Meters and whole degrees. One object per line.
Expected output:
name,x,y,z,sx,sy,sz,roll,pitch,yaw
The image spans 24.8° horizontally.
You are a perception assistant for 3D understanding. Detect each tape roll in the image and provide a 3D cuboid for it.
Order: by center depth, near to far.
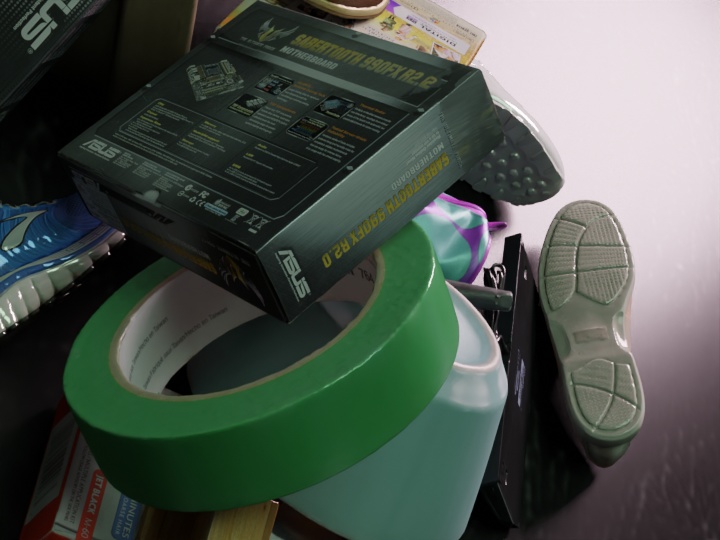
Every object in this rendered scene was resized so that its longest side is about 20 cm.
tape roll,-0.051,0.038,0.831,0.201,0.199,0.048,-51,131,-42

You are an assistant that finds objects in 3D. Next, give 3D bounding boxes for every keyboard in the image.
keyboard,0.095,0.062,1.097,0.127,0.020,0.201,67,25,-49

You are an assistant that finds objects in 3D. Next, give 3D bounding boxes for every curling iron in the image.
curling iron,0.000,0.000,1.047,0.198,0.050,0.026,15,35,2

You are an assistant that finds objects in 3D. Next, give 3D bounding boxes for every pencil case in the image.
pencil case,-0.006,-0.056,1.090,0.200,0.085,0.093,39,91,-11

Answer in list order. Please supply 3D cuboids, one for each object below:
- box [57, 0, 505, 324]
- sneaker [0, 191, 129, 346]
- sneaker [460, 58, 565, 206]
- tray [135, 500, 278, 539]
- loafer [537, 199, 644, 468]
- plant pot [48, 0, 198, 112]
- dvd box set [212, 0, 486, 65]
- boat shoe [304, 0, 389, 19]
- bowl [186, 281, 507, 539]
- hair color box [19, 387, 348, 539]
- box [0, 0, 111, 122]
box,-0.047,-0.066,0.875,0.158,0.199,0.049,-40,129,-22
sneaker,-0.199,-0.018,0.938,0.089,0.078,0.200,51,47,-2
sneaker,0.076,-0.129,1.209,0.200,0.076,0.081,39,38,-12
tray,-0.099,0.206,0.811,0.037,0.098,0.202,20,77,-24
loafer,0.164,0.045,1.183,0.071,0.063,0.201,-2,56,1
plant pot,-0.186,-0.201,1.000,0.173,0.201,0.202,8,57,-10
dvd box set,-0.004,-0.147,1.078,0.145,0.030,0.200,29,32,0
boat shoe,0.010,-0.222,1.102,0.072,0.068,0.200,35,32,11
bowl,0.008,0.060,0.967,0.200,0.105,0.201,30,23,-14
hair color box,-0.084,0.146,0.932,0.199,0.064,0.112,27,50,-22
box,-0.242,-0.159,0.912,0.160,0.200,0.044,46,17,-3
